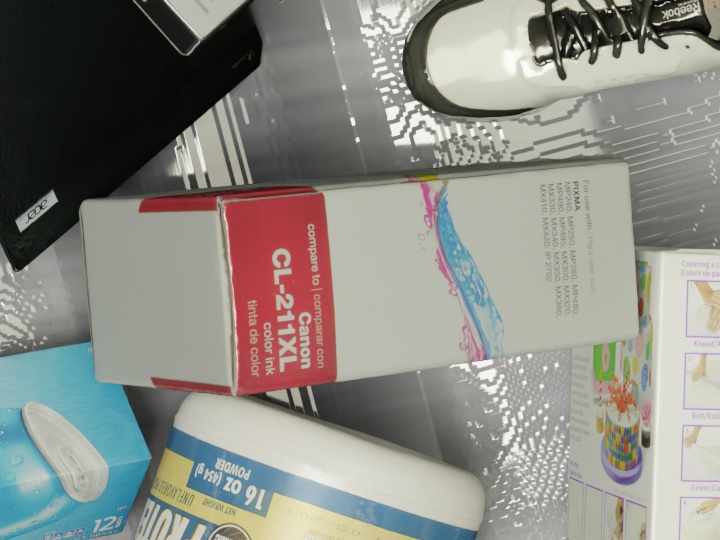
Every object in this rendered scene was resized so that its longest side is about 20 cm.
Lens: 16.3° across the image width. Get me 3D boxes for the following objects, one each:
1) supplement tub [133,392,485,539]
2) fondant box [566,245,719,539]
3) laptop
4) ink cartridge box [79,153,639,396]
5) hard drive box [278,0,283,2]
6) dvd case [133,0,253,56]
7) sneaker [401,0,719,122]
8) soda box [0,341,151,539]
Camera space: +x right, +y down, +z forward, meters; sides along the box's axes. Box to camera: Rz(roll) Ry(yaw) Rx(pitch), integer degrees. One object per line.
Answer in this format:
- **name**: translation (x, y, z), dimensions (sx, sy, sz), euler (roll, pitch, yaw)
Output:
- **supplement tub**: translation (-0.040, 0.164, 1.113), dimensions (0.144, 0.145, 0.200), euler (19, 87, -10)
- **fondant box**: translation (0.138, 0.089, 1.145), dimensions (0.058, 0.144, 0.200), euler (1, 91, -10)
- **laptop**: translation (-0.163, -0.136, 1.117), dimensions (0.200, 0.103, 0.177), euler (37, 55, 13)
- **ink cartridge box**: translation (0.000, 0.000, 1.090), dimensions (0.200, 0.146, 0.083), euler (-6, 93, -29)
- **hard drive box**: translation (-0.093, -0.224, 1.047), dimensions (0.200, 0.077, 0.156), euler (19, 64, -21)
- **dvd case**: translation (-0.062, -0.208, 1.119), dimensions (0.150, 0.025, 0.200), euler (48, 58, -5)
- **sneaker**: translation (0.117, -0.118, 1.171), dimensions (0.200, 0.080, 0.074), euler (-15, 95, -8)
- **soda box**: translation (-0.197, 0.088, 1.084), dimensions (0.200, 0.064, 0.068), euler (-10, 56, -27)
